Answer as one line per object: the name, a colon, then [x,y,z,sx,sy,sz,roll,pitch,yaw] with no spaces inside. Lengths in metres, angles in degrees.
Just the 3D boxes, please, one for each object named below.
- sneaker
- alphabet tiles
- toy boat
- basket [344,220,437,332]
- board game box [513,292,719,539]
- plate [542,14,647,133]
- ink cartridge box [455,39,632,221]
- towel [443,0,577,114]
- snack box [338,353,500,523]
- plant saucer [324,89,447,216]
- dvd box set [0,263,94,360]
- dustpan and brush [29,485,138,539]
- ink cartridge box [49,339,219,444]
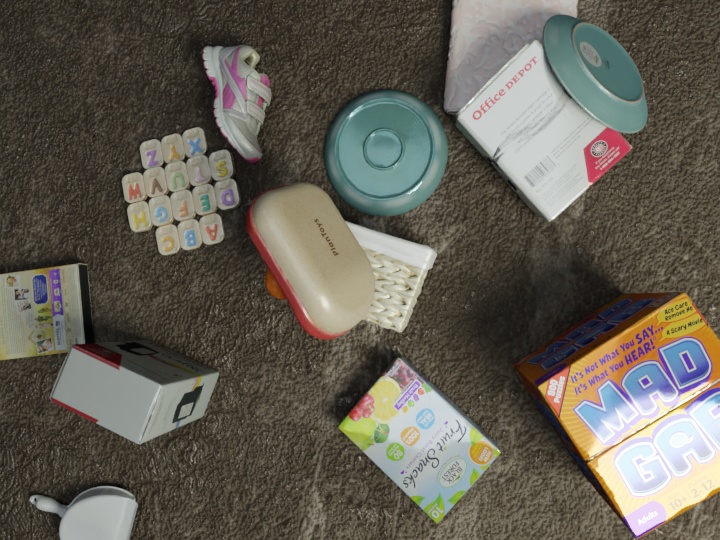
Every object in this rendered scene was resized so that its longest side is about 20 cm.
sneaker: [-0.183,-0.272,0.856,0.087,0.081,0.203,-16,86,9]
alphabet tiles: [-0.299,-0.132,0.901,0.197,0.015,0.198,-12,86,7]
toy boat: [-0.076,-0.003,0.695,0.130,0.130,0.201,-35,84,42]
basket: [0.000,0.000,0.792,0.198,0.136,0.125,18,93,9]
board game box: [0.349,0.167,0.701,0.199,0.200,0.201,-34,84,5]
plate: [0.334,-0.280,0.746,0.198,0.026,0.203,13,61,-25]
ink cartridge box: [0.251,-0.194,0.769,0.145,0.083,0.200,-42,90,12]
towel: [0.228,-0.337,0.824,0.188,0.032,0.203,5,89,7]
snack box: [0.086,0.246,0.810,0.200,0.053,0.143,42,95,7]
plant saucer: [0.037,-0.188,0.849,0.197,0.027,0.203,0,87,9]
dvd box set: [-0.555,0.073,0.920,0.197,0.029,0.149,-8,87,7]
dustpan and brush: [-0.463,0.409,0.889,0.197,0.057,0.142,15,88,2]
ink cartridge box: [-0.320,0.168,0.799,0.144,0.200,0.084,21,88,8]
